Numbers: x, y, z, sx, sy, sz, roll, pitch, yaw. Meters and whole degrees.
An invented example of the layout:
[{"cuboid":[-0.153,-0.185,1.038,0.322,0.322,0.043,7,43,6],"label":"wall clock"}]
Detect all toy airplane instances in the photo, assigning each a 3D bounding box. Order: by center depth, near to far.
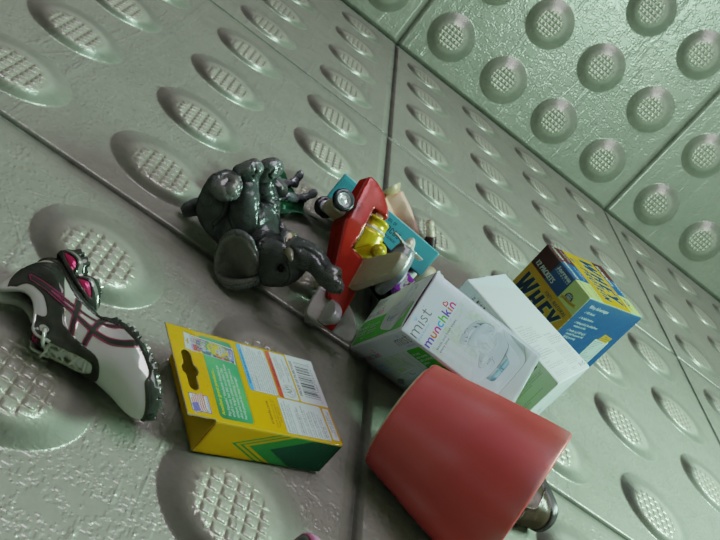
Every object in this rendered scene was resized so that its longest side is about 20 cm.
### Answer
[{"cuboid":[0.000,0.000,1.151,0.140,0.200,0.201,13,34,-25],"label":"toy airplane"}]

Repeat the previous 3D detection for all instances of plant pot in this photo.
[{"cuboid":[0.114,0.217,0.979,0.177,0.201,0.200,35,21,15],"label":"plant pot"}]

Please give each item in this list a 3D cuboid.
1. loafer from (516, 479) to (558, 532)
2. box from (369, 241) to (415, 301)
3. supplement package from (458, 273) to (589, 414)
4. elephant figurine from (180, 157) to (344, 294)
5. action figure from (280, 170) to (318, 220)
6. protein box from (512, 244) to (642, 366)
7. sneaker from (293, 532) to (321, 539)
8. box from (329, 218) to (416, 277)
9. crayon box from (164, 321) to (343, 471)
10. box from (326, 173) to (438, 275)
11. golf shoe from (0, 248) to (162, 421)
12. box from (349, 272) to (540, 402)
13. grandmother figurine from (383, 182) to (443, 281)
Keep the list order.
[{"cuboid":[0.198,0.258,1.158,0.071,0.073,0.201,18,33,-44],"label":"loafer"},{"cuboid":[0.027,-0.005,1.307,0.200,0.036,0.143,52,-12,27],"label":"box"},{"cuboid":[0.211,0.131,1.302,0.200,0.151,0.151,50,26,19],"label":"supplement package"},{"cuboid":[-0.129,-0.033,1.103,0.141,0.155,0.201,-21,86,-18],"label":"elephant figurine"},{"cuboid":[-0.147,-0.125,1.331,0.118,0.055,0.199,51,29,15],"label":"action figure"},{"cuboid":[0.358,0.089,1.539,0.198,0.200,0.135,16,33,-44],"label":"protein box"},{"cuboid":[-0.010,0.326,0.739,0.095,0.079,0.201,37,22,-39],"label":"sneaker"},{"cuboid":[0.013,-0.050,1.457,0.200,0.041,0.039,48,24,13],"label":"box"},{"cuboid":[-0.124,0.137,0.906,0.199,0.052,0.126,22,30,-39],"label":"crayon box"},{"cuboid":[0.036,-0.075,1.395,0.200,0.049,0.082,40,3,-2],"label":"box"},{"cuboid":[-0.263,0.072,0.805,0.088,0.077,0.200,-23,62,-42],"label":"golf shoe"},{"cuboid":[0.106,0.104,1.122,0.176,0.097,0.200,37,-20,-9],"label":"box"},{"cuboid":[0.083,-0.045,1.470,0.060,0.121,0.201,-29,91,-41],"label":"grandmother figurine"}]
